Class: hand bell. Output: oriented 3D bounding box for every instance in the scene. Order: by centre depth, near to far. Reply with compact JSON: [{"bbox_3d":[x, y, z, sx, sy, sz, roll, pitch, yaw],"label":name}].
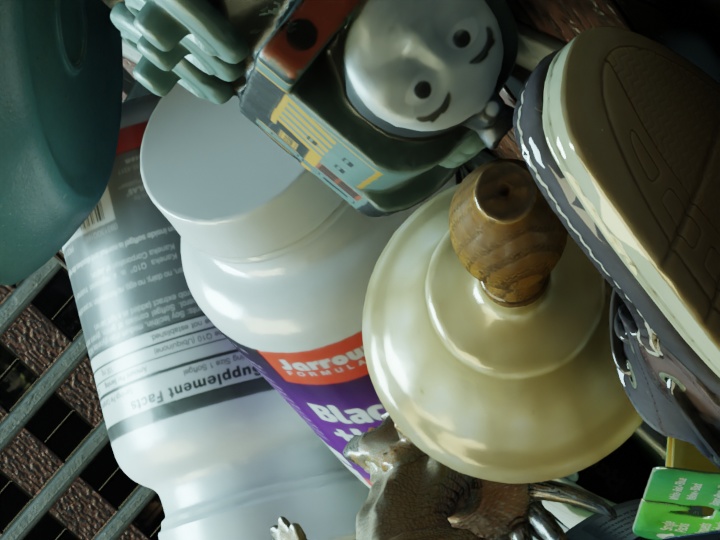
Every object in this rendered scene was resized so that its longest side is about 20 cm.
[{"bbox_3d":[0.043,-0.002,0.724,0.104,0.104,0.200,40,174,12],"label":"hand bell"}]

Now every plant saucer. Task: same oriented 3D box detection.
[{"bbox_3d":[-0.127,-0.096,0.959,0.036,0.201,0.200,-3,161,9],"label":"plant saucer"}]

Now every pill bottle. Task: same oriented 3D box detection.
[{"bbox_3d":[0.000,0.000,0.947,0.111,0.112,0.200,34,170,42],"label":"pill bottle"},{"bbox_3d":[-0.062,0.028,1.081,0.116,0.115,0.201,104,152,-81],"label":"pill bottle"}]

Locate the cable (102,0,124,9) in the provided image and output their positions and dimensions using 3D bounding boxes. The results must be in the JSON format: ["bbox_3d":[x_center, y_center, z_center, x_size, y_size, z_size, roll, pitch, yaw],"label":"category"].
[{"bbox_3d":[-0.062,-0.089,0.987,0.097,0.050,0.200,39,170,35],"label":"cable"}]

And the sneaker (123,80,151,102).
[{"bbox_3d":[-0.048,-0.018,1.237,0.200,0.080,0.086,48,-177,-2],"label":"sneaker"}]

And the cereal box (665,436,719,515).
[{"bbox_3d":[0.127,0.115,0.880,0.039,0.145,0.200,2,164,9],"label":"cereal box"}]

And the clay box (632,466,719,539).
[{"bbox_3d":[0.168,0.107,0.673,0.199,0.048,0.115,15,165,8],"label":"clay box"}]

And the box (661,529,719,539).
[{"bbox_3d":[0.174,0.127,0.590,0.136,0.040,0.200,-13,132,41],"label":"box"}]

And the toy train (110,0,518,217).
[{"bbox_3d":[-0.009,-0.071,0.715,0.114,0.085,0.200,38,175,-3],"label":"toy train"}]

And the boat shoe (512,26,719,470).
[{"bbox_3d":[0.097,0.016,0.661,0.065,0.072,0.200,-17,134,40],"label":"boat shoe"}]

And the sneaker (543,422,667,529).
[{"bbox_3d":[0.064,0.052,1.103,0.199,0.074,0.116,32,171,-1],"label":"sneaker"}]

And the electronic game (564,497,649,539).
[{"bbox_3d":[0.143,0.187,1.003,0.200,0.200,0.042,42,146,0],"label":"electronic game"}]

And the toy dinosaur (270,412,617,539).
[{"bbox_3d":[0.050,0.121,0.838,0.200,0.135,0.086,52,146,17],"label":"toy dinosaur"}]
